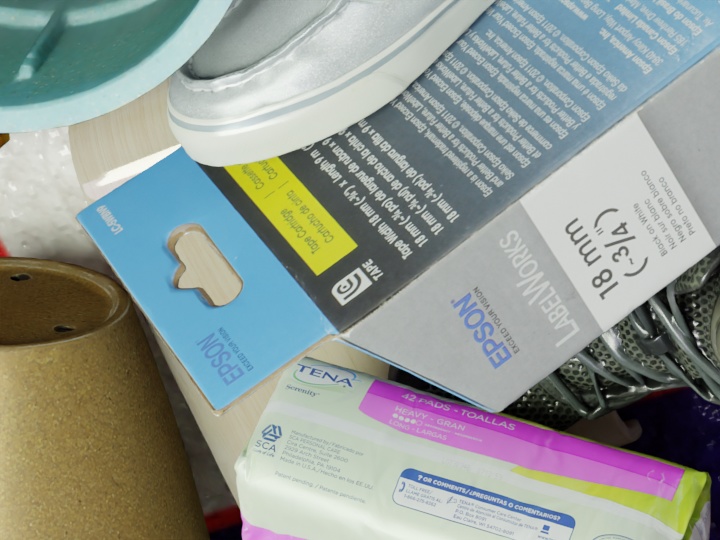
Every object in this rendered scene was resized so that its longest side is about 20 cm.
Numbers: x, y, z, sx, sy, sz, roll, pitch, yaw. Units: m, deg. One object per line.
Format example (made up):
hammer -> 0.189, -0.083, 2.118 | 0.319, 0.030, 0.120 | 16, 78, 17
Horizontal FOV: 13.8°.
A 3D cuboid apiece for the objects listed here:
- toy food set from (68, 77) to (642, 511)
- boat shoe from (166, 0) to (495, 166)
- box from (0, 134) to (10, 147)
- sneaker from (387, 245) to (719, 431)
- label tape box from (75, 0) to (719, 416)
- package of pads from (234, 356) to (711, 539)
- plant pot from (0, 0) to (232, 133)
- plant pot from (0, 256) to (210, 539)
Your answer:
toy food set -> 0.000, 0.000, 1.059 | 0.143, 0.060, 0.200 | -19, 112, 16
boat shoe -> 0.014, -0.114, 0.910 | 0.201, 0.070, 0.072 | -37, 128, 0
box -> -0.230, -0.050, 1.051 | 0.199, 0.064, 0.070 | -15, 98, 1
sneaker -> 0.092, 0.015, 0.964 | 0.199, 0.114, 0.076 | -30, 112, 16
label tape box -> 0.027, -0.027, 0.917 | 0.200, 0.144, 0.063 | -37, 124, -3
package of pads -> 0.040, 0.128, 1.017 | 0.154, 0.068, 0.200 | 16, 141, 13
plant pot -> -0.093, -0.175, 0.897 | 0.199, 0.196, 0.201 | 8, 122, 14
plant pot -> -0.130, 0.103, 1.064 | 0.186, 0.186, 0.201 | 7, 110, 16
